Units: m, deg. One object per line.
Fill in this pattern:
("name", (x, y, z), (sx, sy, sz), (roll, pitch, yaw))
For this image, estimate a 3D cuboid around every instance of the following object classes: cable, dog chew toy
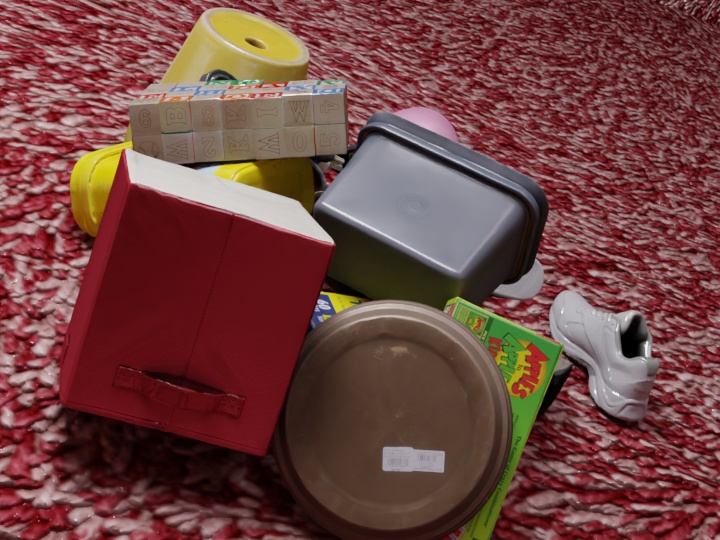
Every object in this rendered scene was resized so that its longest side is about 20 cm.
("cable", (-0.096, -0.135, 1.287), (0.199, 0.098, 0.050), (24, -15, -28))
("dog chew toy", (0.076, -0.161, 1.605), (0.124, 0.125, 0.200), (26, 20, 0))

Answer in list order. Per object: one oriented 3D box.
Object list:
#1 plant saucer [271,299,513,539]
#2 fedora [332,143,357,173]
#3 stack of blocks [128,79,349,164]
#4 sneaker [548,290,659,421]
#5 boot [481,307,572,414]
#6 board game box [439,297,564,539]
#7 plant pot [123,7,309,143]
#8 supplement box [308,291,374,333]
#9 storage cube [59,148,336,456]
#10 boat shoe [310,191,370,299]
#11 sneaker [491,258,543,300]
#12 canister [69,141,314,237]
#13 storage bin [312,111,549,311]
("plant saucer", (0.024, 0.122, 0.975), (0.199, 0.201, 0.029), (29, -7, 6))
("fedora", (0.051, -0.088, 1.416), (0.198, 0.093, 0.201), (4, -7, 1))
("stack of blocks", (-0.110, -0.145, 1.154), (0.198, 0.059, 0.115), (-3, 17, 2))
("sneaker", (0.288, 0.076, 1.388), (0.077, 0.100, 0.201), (9, 32, -30))
("boot", (0.126, 0.089, 1.246), (0.153, 0.074, 0.203), (34, 14, 19))
("board game box", (0.085, 0.136, 1.015), (0.101, 0.202, 0.048), (23, -8, -4))
("plant pot", (-0.149, -0.182, 1.370), (0.199, 0.190, 0.201), (20, 29, -11))
("supplement box", (0.024, 0.103, 1.109), (0.198, 0.110, 0.109), (9, 31, -30))
("storage cube", (-0.139, 0.019, 0.990), (0.169, 0.181, 0.200), (16, 11, -16))
("boat shoe", (0.000, 0.000, 1.261), (0.201, 0.071, 0.076), (57, 5, -17))
("sneaker", (0.091, -0.013, 1.306), (0.198, 0.071, 0.099), (19, -8, -22))
("canister", (-0.162, -0.078, 1.193), (0.198, 0.088, 0.148), (7, 19, 32))
("storage bin", (0.049, -0.029, 1.127), (0.199, 0.146, 0.134), (28, 48, 18))
